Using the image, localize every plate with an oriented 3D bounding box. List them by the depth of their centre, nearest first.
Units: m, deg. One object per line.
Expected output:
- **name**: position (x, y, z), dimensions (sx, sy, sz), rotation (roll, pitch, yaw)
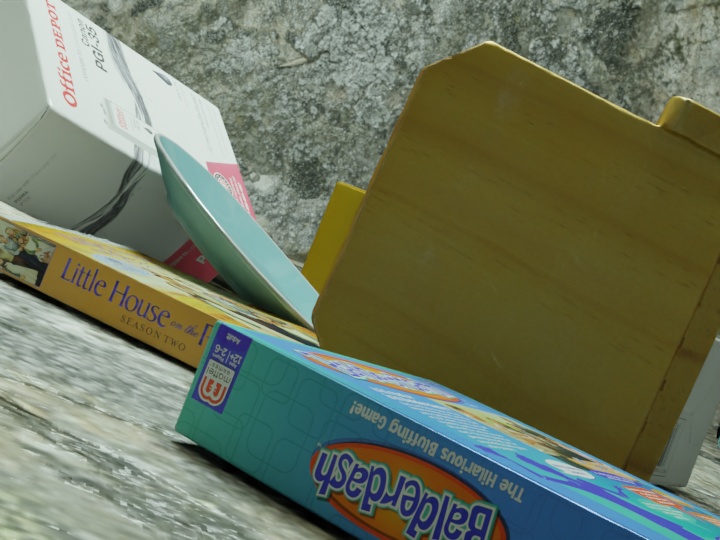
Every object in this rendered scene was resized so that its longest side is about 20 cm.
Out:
- **plate**: position (-0.069, -0.005, 0.867), dimensions (0.200, 0.026, 0.200), rotation (49, 3, -3)

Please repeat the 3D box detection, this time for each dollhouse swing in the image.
- **dollhouse swing**: position (0.089, 0.004, 0.686), dimensions (0.175, 0.201, 0.182), rotation (24, 1, 7)

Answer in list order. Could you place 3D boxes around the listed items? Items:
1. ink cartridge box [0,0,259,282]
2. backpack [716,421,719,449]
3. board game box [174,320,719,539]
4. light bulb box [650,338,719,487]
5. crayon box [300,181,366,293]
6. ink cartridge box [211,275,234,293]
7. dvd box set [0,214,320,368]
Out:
- **ink cartridge box**: position (-0.178, -0.090, 0.958), dimensions (0.200, 0.083, 0.147), rotation (32, 28, -44)
- **backpack**: position (0.613, 0.217, 1.872), dimensions (0.199, 0.177, 0.153), rotation (28, 7, 27)
- **board game box**: position (0.056, 0.083, 0.472), dimensions (0.199, 0.045, 0.152), rotation (24, 2, 36)
- **light bulb box**: position (0.160, 0.070, 1.068), dimensions (0.199, 0.126, 0.198), rotation (22, 2, 32)
- **crayon box**: position (0.000, 0.000, 1.161), dimensions (0.051, 0.127, 0.200), rotation (22, 1, 18)
- **ink cartridge box**: position (-0.154, -0.063, 1.170), dimensions (0.145, 0.048, 0.200), rotation (25, -22, 50)
- **dvd box set**: position (-0.082, 0.027, 0.726), dimensions (0.199, 0.030, 0.146), rotation (24, 1, 21)
